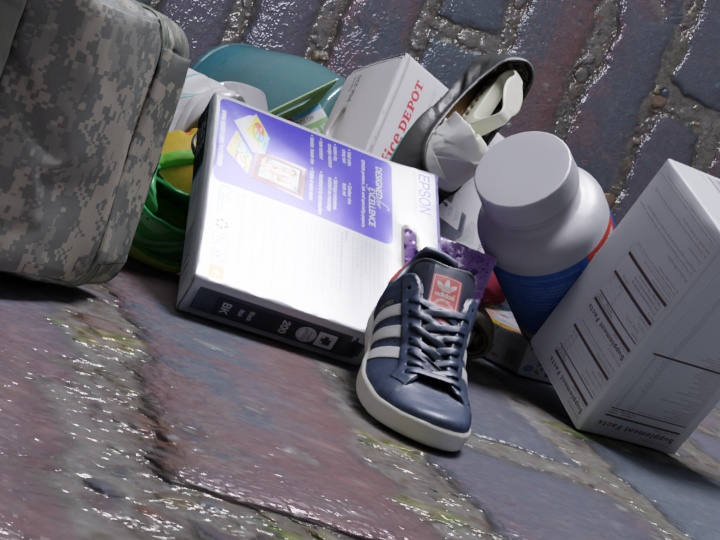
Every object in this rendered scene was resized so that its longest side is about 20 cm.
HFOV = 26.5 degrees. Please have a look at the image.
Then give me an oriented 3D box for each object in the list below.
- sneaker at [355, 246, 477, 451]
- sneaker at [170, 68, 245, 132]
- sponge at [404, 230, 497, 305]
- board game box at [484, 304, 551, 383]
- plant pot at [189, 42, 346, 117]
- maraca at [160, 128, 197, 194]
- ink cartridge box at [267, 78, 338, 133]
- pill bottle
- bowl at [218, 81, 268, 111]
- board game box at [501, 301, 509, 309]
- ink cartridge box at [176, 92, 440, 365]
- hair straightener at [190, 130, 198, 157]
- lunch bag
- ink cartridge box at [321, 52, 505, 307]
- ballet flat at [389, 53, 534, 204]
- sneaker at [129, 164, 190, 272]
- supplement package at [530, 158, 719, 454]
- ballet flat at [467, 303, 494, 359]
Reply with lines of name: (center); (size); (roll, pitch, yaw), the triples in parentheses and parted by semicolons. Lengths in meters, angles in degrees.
sneaker: (0.044, 0.042, 1.001); (0.075, 0.085, 0.200); (22, 19, -14)
sneaker: (-0.200, -0.114, 1.361); (0.200, 0.070, 0.080); (-35, 59, -28)
sponge: (0.000, 0.000, 1.240); (0.200, 0.112, 0.030); (23, -32, 5)
board game box: (0.142, 0.064, 1.493); (0.134, 0.034, 0.200); (16, 7, -38)
plant pot: (-0.075, -0.143, 1.677); (0.188, 0.200, 0.200); (11, -1, 39)
maraca: (-0.158, -0.066, 1.289); (0.200, 0.137, 0.107); (6, 58, -36)
ink cartridge box: (-0.080, -0.096, 1.425); (0.104, 0.059, 0.200); (-28, -6, -28)
pill bottle: (0.163, -0.021, 1.296); (0.112, 0.112, 0.200); (25, -23, 38)
bowl: (-0.188, -0.117, 1.517); (0.200, 0.075, 0.200); (-18, -2, 9)
board game box: (0.086, -0.014, 1.622); (0.200, 0.041, 0.200); (20, -14, 25)
ink cartridge box: (-0.033, -0.025, 1.154); (0.200, 0.043, 0.198); (19, 44, -18)
hair straightener: (-0.084, -0.049, 1.191); (0.077, 0.041, 0.200); (18, 46, -54)
lunch bag: (-0.205, -0.094, 0.943); (0.139, 0.200, 0.168); (21, 5, 7)
ink cartridge box: (0.059, -0.075, 1.368); (0.200, 0.146, 0.085); (36, -28, -28)
ballet flat: (0.087, -0.119, 1.297); (0.068, 0.200, 0.068); (-5, -48, 48)
sneaker: (-0.194, -0.060, 1.172); (0.200, 0.084, 0.074); (16, 49, -33)
supplement package: (0.248, 0.032, 1.223); (0.114, 0.200, 0.110); (18, 31, -31)
ballet flat: (0.029, 0.025, 1.334); (0.200, 0.068, 0.062); (19, 16, -10)
